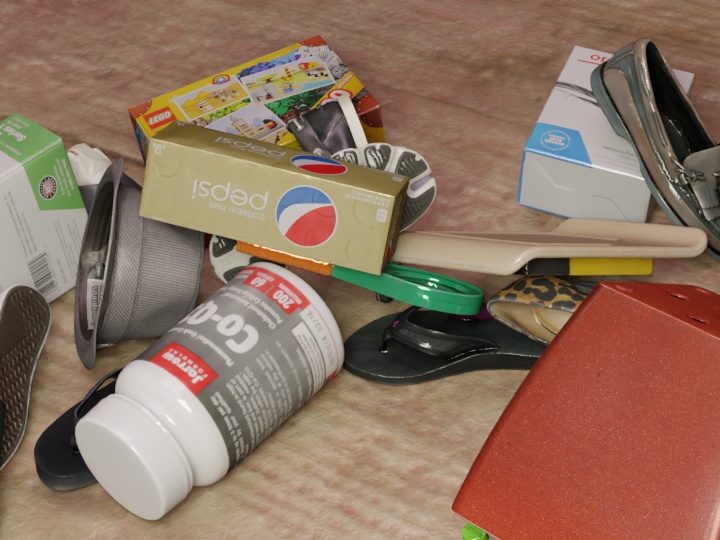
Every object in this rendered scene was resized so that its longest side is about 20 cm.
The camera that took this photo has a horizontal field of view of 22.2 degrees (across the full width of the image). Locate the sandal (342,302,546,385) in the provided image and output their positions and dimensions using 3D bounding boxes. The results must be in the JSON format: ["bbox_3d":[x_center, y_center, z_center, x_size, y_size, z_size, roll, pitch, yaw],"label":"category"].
[{"bbox_3d":[0.081,0.047,1.476,0.200,0.048,0.075,-6,40,6],"label":"sandal"}]

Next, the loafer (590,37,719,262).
[{"bbox_3d":[0.266,-0.099,1.510,0.072,0.063,0.200,-27,80,-45],"label":"loafer"}]

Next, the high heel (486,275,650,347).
[{"bbox_3d":[0.183,0.065,1.383,0.142,0.072,0.200,0,28,-16],"label":"high heel"}]

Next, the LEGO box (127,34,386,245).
[{"bbox_3d":[-0.093,-0.122,1.702,0.199,0.077,0.149,-23,41,-13],"label":"LEGO box"}]

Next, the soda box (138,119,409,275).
[{"bbox_3d":[-0.068,-0.058,1.430,0.199,0.068,0.064,14,20,8],"label":"soda box"}]

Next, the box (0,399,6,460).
[{"bbox_3d":[-0.379,0.159,1.373,0.199,0.104,0.149,-1,70,11],"label":"box"}]

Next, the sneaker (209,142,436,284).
[{"bbox_3d":[-0.032,-0.051,1.510,0.199,0.081,0.083,-21,8,15],"label":"sneaker"}]

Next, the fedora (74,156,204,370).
[{"bbox_3d":[-0.180,-0.001,1.523,0.090,0.200,0.178,9,80,-15],"label":"fedora"}]

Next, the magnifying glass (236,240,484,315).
[{"bbox_3d":[0.000,0.000,1.446,0.199,0.022,0.080,13,10,6],"label":"magnifying glass"}]

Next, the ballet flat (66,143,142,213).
[{"bbox_3d":[-0.281,-0.085,1.707,0.199,0.073,0.073,6,42,22],"label":"ballet flat"}]

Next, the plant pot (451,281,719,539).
[{"bbox_3d":[0.214,0.112,1.197,0.199,0.177,0.200,27,15,37],"label":"plant pot"}]

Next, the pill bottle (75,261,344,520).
[{"bbox_3d":[-0.116,0.093,1.419,0.114,0.114,0.200,23,51,36],"label":"pill bottle"}]

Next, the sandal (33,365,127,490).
[{"bbox_3d":[-0.188,0.102,1.483,0.076,0.043,0.200,24,51,36],"label":"sandal"}]

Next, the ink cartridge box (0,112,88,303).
[{"bbox_3d":[-0.338,-0.020,1.588,0.200,0.146,0.084,-34,43,-26],"label":"ink cartridge box"}]

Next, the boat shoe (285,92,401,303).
[{"bbox_3d":[-0.009,-0.055,1.577,0.067,0.072,0.201,-18,65,-2],"label":"boat shoe"}]

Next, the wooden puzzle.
[{"bbox_3d":[0.145,-0.014,1.458,0.199,0.037,0.185,-6,7,-33],"label":"wooden puzzle"}]

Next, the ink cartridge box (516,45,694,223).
[{"bbox_3d":[0.223,-0.129,1.623,0.116,0.068,0.200,16,45,13],"label":"ink cartridge box"}]

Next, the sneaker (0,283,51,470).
[{"bbox_3d":[-0.316,0.109,1.508,0.085,0.073,0.200,-27,34,43],"label":"sneaker"}]

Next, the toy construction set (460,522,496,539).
[{"bbox_3d":[0.071,0.246,1.216,0.131,0.092,0.200,14,35,28],"label":"toy construction set"}]
